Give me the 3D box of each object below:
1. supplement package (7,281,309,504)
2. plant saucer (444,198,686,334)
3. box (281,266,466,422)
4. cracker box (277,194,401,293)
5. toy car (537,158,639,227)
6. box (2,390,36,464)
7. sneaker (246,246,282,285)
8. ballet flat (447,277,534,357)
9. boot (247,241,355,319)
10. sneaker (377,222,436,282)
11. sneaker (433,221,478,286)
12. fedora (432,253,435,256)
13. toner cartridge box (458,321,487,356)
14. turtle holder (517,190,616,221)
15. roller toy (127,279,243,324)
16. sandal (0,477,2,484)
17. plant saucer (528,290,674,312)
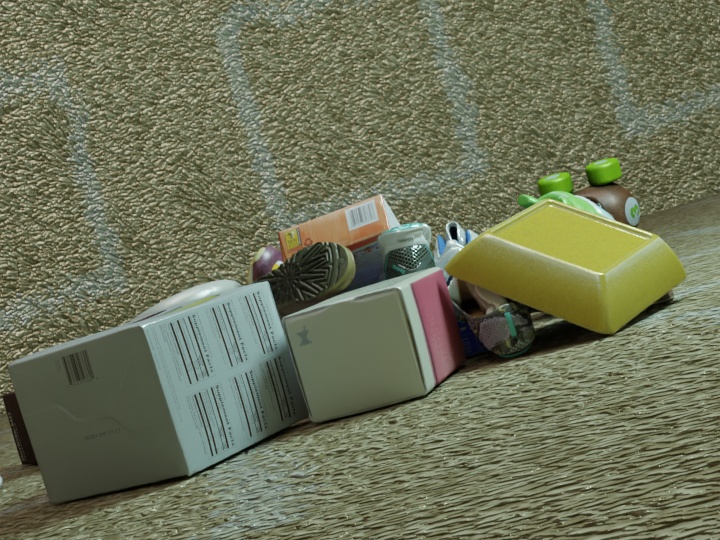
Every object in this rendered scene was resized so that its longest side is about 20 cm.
[{"bbox_3d":[-0.195,0.118,1.406,0.190,0.149,0.199,-16,2,34],"label":"supplement package"},{"bbox_3d":[0.221,-0.017,1.506,0.199,0.049,0.199,21,28,29],"label":"plant saucer"},{"bbox_3d":[0.019,0.072,1.459,0.127,0.110,0.200,-16,2,17],"label":"box"},{"bbox_3d":[0.000,0.000,1.718,0.133,0.058,0.200,-19,-33,10],"label":"cracker box"},{"bbox_3d":[0.363,-0.066,2.193,0.156,0.166,0.200,-16,11,2],"label":"toy car"},{"bbox_3d":[-0.384,0.190,1.844,0.074,0.101,0.199,-17,1,-33],"label":"box"},{"bbox_3d":[-0.071,0.051,1.822,0.089,0.201,0.075,5,46,35],"label":"sneaker"},{"bbox_3d":[0.132,0.029,1.533,0.071,0.073,0.200,-17,19,-11],"label":"ballet flat"},{"bbox_3d":[-0.017,0.041,1.666,0.174,0.067,0.199,-20,-31,37],"label":"boot"},{"bbox_3d":[0.060,0.028,1.636,0.077,0.092,0.200,-14,-26,5],"label":"sneaker"},{"bbox_3d":[0.148,0.006,1.784,0.080,0.148,0.200,-16,2,18],"label":"sneaker"},{"bbox_3d":[0.021,0.028,1.935,0.201,0.092,0.201,-45,9,9],"label":"fedora"},{"bbox_3d":[0.071,0.087,1.635,0.198,0.044,0.095,-16,0,6],"label":"toner cartridge box"},{"bbox_3d":[0.277,-0.027,1.787,0.131,0.142,0.185,14,-18,-28],"label":"turtle holder"},{"bbox_3d":[-0.209,0.098,1.804,0.181,0.141,0.200,-26,-10,-6],"label":"roller toy"},{"bbox_3d":[-0.484,0.245,1.637,0.078,0.060,0.206,-16,1,18],"label":"sandal"},{"bbox_3d":[0.249,0.017,1.599,0.198,0.035,0.200,-3,5,0],"label":"plant saucer"}]
